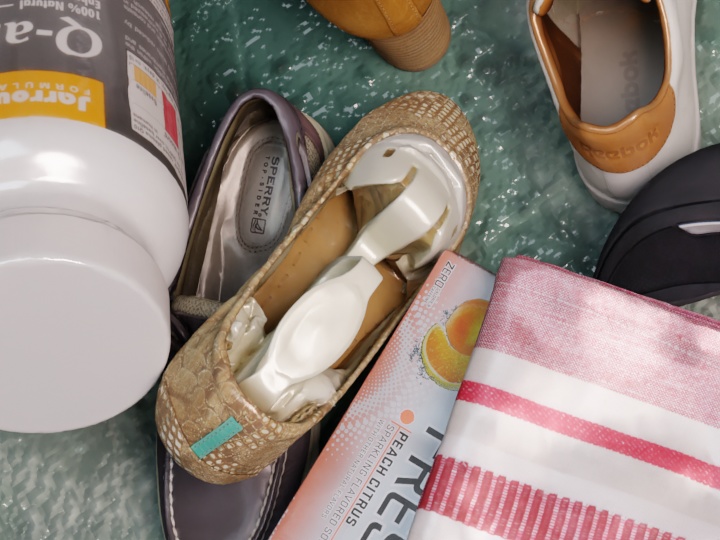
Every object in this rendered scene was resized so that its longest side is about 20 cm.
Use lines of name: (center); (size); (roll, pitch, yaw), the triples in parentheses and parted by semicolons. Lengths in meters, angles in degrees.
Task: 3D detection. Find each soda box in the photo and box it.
soda box: (0.015, 0.097, 0.808); (0.068, 0.064, 0.201); (29, 84, 23)

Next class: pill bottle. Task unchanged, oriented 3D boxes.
pill bottle: (-0.126, -0.043, 0.837); (0.115, 0.117, 0.201); (-20, 45, 10)

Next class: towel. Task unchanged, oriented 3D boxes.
towel: (0.086, 0.105, 0.739); (0.143, 0.023, 0.201); (17, 73, 9)

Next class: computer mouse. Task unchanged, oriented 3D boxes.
computer mouse: (0.178, -0.043, 0.786); (0.199, 0.140, 0.046); (-14, 106, 43)

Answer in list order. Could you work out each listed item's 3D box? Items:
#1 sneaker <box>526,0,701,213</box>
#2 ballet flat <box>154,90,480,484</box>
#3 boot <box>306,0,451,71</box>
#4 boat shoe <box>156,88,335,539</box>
sneaker: (0.100, -0.130, 0.845); (0.072, 0.085, 0.202); (-12, 68, 15)
ballet flat: (0.000, 0.000, 0.808); (0.070, 0.065, 0.201); (42, 59, -12)
boot: (-0.039, -0.172, 0.868); (0.071, 0.144, 0.201); (-42, 66, 0)
boat shoe: (-0.051, 0.024, 0.851); (0.071, 0.065, 0.202); (5, 74, 18)
